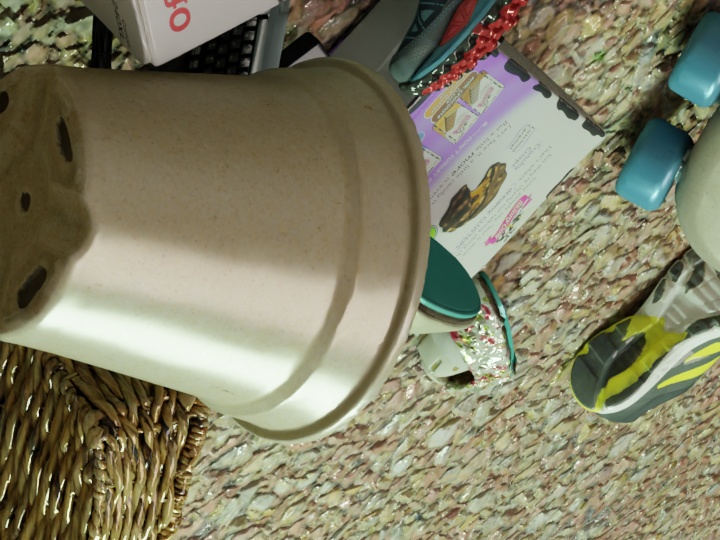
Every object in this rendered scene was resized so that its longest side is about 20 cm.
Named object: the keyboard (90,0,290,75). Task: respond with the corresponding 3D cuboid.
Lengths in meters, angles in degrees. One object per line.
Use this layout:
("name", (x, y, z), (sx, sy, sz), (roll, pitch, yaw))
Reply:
("keyboard", (-0.090, -0.135, 1.422), (0.126, 0.021, 0.201), (-8, 124, -30))

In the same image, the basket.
("basket", (-0.140, 0.112, 1.605), (0.148, 0.143, 0.201), (-15, 141, -38))

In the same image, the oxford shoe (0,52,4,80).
("oxford shoe", (-0.214, -0.031, 1.404), (0.075, 0.070, 0.201), (-24, 146, -33))

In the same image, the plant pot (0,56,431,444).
("plant pot", (-0.097, -0.022, 1.347), (0.183, 0.201, 0.201), (9, 124, -38))

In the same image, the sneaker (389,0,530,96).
("sneaker", (0.062, -0.193, 1.503), (0.201, 0.095, 0.079), (-59, 168, 8))

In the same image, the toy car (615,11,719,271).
("toy car", (0.307, -0.103, 1.885), (0.200, 0.184, 0.177), (-51, 168, -54))

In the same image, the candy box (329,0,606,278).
("candy box", (0.037, -0.071, 1.651), (0.168, 0.072, 0.200), (-47, 150, 8))

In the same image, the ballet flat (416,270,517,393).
("ballet flat", (0.071, 0.051, 1.817), (0.064, 0.076, 0.200), (-26, 165, -1))

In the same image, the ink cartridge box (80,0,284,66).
("ink cartridge box", (-0.052, -0.212, 1.322), (0.199, 0.083, 0.146), (-29, 135, -21))

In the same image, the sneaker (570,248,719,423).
("sneaker", (0.247, 0.044, 2.069), (0.199, 0.075, 0.085), (-33, 156, 2))

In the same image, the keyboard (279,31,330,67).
("keyboard", (-0.088, -0.051, 1.508), (0.200, 0.040, 0.104), (-40, 112, -7))

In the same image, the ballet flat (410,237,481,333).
("ballet flat", (0.000, 0.000, 1.577), (0.070, 0.070, 0.200), (-47, 147, 9))
